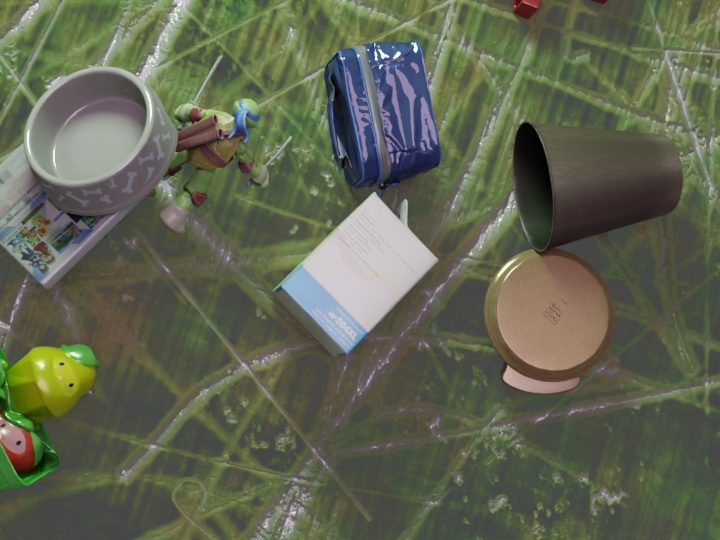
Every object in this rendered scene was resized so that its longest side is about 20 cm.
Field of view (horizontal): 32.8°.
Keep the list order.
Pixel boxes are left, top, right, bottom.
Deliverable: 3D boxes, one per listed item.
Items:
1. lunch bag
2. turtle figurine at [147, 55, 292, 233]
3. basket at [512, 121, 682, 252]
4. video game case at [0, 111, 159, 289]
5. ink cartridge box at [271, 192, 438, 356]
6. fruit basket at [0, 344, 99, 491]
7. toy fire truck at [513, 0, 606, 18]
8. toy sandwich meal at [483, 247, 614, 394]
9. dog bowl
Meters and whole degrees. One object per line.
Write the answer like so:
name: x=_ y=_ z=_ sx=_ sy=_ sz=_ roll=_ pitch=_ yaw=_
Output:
lunch bag: x=0.021 y=-0.200 z=1.639 sx=0.132 sy=0.136 sz=0.201 roll=-10 pitch=87 yaw=-10
turtle figurine: x=-0.196 y=-0.152 z=1.629 sx=0.194 sy=0.200 sz=0.144 roll=-42 pitch=116 yaw=9
basket: x=0.329 y=-0.123 z=1.689 sx=0.199 sy=0.136 sz=0.181 roll=-5 pitch=80 yaw=-14
video game case: x=-0.388 y=-0.100 z=1.579 sx=0.182 sy=0.022 sz=0.200 roll=40 pitch=78 yaw=23
ink cartridge box: x=0.000 y=0.000 z=1.619 sx=0.200 sy=0.129 sz=0.125 roll=-44 pitch=93 yaw=-10
fruit basket: x=-0.429 y=0.162 z=1.531 sx=0.215 sy=0.156 sz=0.217 roll=0 pitch=93 yaw=6
toy fire truck: x=0.306 y=-0.449 z=1.757 sx=0.141 sy=0.049 sz=0.201 roll=15 pitch=81 yaw=-6
toy sandwich meal: x=0.257 y=0.070 z=1.691 sx=0.204 sy=0.070 sz=0.206 roll=2 pitch=80 yaw=-8
dog bowl: x=-0.334 y=-0.170 z=1.549 sx=0.199 sy=0.059 sz=0.201 roll=-6 pitch=64 yaw=12
